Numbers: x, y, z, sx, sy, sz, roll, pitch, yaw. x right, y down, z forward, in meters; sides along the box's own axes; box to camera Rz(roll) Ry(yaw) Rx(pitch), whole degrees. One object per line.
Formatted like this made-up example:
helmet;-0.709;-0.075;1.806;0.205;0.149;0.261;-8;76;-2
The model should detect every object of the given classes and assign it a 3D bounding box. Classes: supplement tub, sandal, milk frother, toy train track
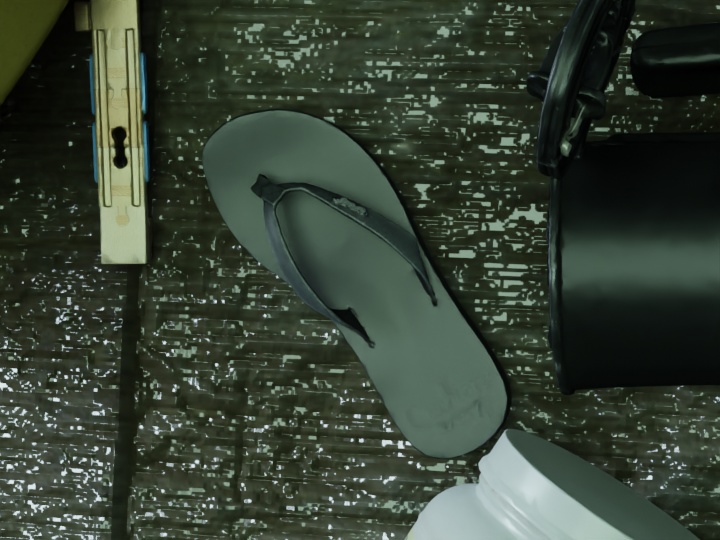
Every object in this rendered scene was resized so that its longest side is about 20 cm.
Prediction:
supplement tub;0.062;0.187;0.912;0.145;0.145;0.200;33;97;10
sandal;0.001;0.000;0.973;0.076;0.043;0.200;-42;83;9
milk frother;0.171;-0.036;0.859;0.188;0.200;0.181;-1;87;12
toy train track;-0.117;-0.104;1.006;0.115;0.033;0.200;-1;96;5

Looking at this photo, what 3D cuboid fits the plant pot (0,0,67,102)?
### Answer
plant pot;-0.248;-0.149;0.898;0.200;0.200;0.176;8;79;29
